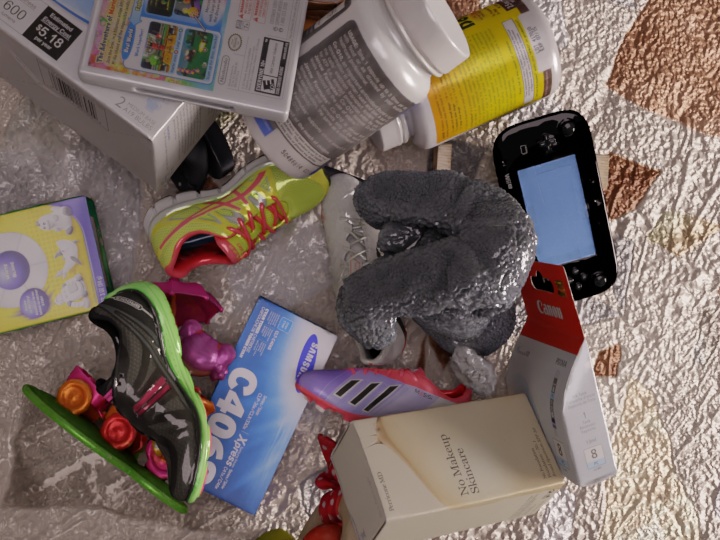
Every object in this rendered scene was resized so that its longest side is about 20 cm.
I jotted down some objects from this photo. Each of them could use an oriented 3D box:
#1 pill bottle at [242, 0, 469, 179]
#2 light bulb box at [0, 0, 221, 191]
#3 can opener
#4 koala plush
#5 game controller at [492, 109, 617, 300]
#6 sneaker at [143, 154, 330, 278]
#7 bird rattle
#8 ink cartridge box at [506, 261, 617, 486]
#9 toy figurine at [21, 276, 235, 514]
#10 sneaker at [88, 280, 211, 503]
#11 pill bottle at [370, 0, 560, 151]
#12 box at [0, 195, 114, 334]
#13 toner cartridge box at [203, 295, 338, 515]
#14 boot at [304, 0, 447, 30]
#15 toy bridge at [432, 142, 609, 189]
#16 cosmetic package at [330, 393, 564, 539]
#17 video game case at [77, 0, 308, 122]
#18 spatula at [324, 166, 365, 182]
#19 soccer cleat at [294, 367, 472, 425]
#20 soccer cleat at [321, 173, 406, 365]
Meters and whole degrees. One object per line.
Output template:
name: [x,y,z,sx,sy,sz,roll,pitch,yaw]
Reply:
pill bottle: [-0.006,-0.182,0.875,0.198,0.114,0.115,-30,92,21]
light bulb box: [-0.209,-0.225,0.894,0.197,0.125,0.201,35,71,0]
can opener: [-0.213,-0.168,0.980,0.063,0.078,0.201,-37,89,32]
koala plush: [0.097,0.021,0.924,0.180,0.201,0.180,-4,56,23]
game controller: [0.204,-0.062,0.994,0.102,0.042,0.203,-18,107,-4]
sneaker: [-0.118,-0.046,0.954,0.197,0.079,0.091,-23,47,3]
bird rattle: [-0.027,0.269,0.941,0.112,0.163,0.201,39,96,-21]
ink cartridge box: [0.181,0.094,0.945,0.046,0.160,0.204,-17,96,-8]
toy figurine: [-0.194,0.101,0.933,0.199,0.150,0.185,35,77,10]
sneaker: [-0.189,0.113,0.847,0.083,0.077,0.203,-17,77,-25]
pill bottle: [0.097,-0.196,0.975,0.197,0.109,0.111,-24,91,-5]
box: [-0.358,0.003,0.963,0.196,0.048,0.120,-14,90,-4]
toner cartridge box: [-0.107,0.138,0.985,0.094,0.043,0.203,25,87,-6]
boot: [0.010,-0.276,0.946,0.197,0.155,0.075,-20,90,-5]
toy bridge: [0.168,-0.096,1.021,0.196,0.027,0.069,3,90,-6]
cosmetic package: [0.083,0.190,0.908,0.197,0.074,0.105,-5,55,-28]
video game case: [-0.135,-0.240,0.832,0.178,0.024,0.204,10,73,-5]
spatula: [0.021,-0.081,1.011,0.197,0.021,0.058,19,92,-4]
soccer cleat: [0.026,0.124,0.971,0.197,0.067,0.078,21,90,-23]
soccer cleat: [0.000,0.000,0.970,0.067,0.085,0.204,-13,93,18]
